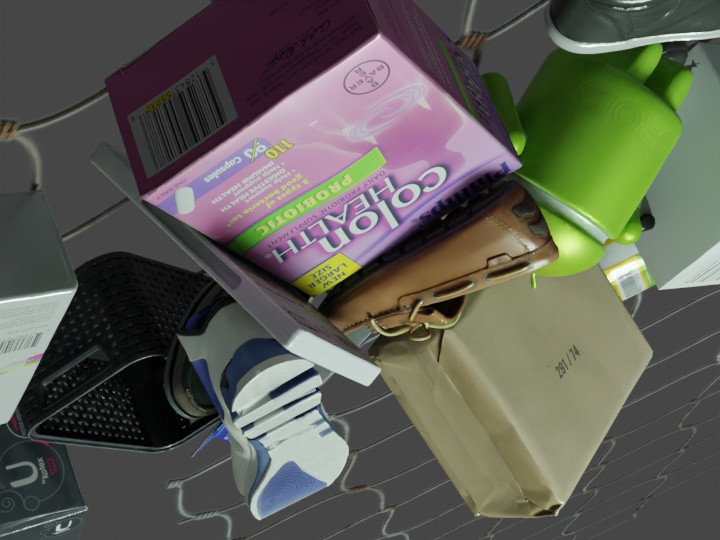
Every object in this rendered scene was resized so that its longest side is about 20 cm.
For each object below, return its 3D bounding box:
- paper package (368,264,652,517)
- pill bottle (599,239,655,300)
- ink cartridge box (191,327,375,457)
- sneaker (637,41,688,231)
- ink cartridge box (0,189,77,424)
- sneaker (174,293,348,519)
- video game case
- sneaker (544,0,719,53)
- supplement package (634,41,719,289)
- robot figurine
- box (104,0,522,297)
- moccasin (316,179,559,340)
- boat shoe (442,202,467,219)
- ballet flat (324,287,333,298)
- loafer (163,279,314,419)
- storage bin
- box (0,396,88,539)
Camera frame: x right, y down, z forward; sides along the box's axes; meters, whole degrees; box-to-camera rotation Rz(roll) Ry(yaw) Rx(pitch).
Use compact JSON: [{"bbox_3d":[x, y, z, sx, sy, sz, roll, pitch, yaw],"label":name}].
[{"bbox_3d":[0.127,0.068,1.229,0.103,0.191,0.200,-15,-155,45],"label":"paper package"},{"bbox_3d":[0.173,0.001,1.381,0.199,0.111,0.111,-27,158,6],"label":"pill bottle"},{"bbox_3d":[-0.045,0.081,1.177,0.200,0.039,0.099,-43,177,-34],"label":"ink cartridge box"},{"bbox_3d":[0.223,-0.094,1.209,0.075,0.116,0.200,-11,155,-31],"label":"sneaker"},{"bbox_3d":[-0.294,0.040,1.010,0.144,0.085,0.200,-9,152,-33],"label":"ink cartridge box"},{"bbox_3d":[-0.071,0.079,1.042,0.080,0.115,0.200,-23,146,-12],"label":"sneaker"},{"bbox_3d":[-0.082,-0.003,0.993,0.018,0.200,0.143,-50,155,4],"label":"video game case"},{"bbox_3d":[0.229,-0.208,1.015,0.199,0.071,0.099,-15,162,-12],"label":"sneaker"},{"bbox_3d":[0.334,-0.089,1.289,0.199,0.152,0.151,-4,151,-42],"label":"supplement package"},{"bbox_3d":[0.159,-0.083,1.104,0.175,0.116,0.201,29,94,-41],"label":"robot figurine"},{"bbox_3d":[-0.026,-0.092,0.939,0.175,0.097,0.200,-32,149,17],"label":"box"},{"bbox_3d":[0.049,0.010,1.026,0.201,0.078,0.074,-29,-169,31],"label":"moccasin"},{"bbox_3d":[0.057,-0.053,1.154,0.071,0.070,0.200,-18,-165,24],"label":"boat shoe"},{"bbox_3d":[0.000,0.000,1.273,0.071,0.069,0.200,-7,154,4],"label":"ballet flat"},{"bbox_3d":[-0.075,0.026,1.118,0.063,0.072,0.200,-10,-143,45],"label":"loafer"},{"bbox_3d":[-0.177,0.070,1.193,0.135,0.094,0.200,-32,156,19],"label":"storage bin"},{"bbox_3d":[-0.316,0.207,1.316,0.106,0.123,0.200,-14,156,-24],"label":"box"}]
